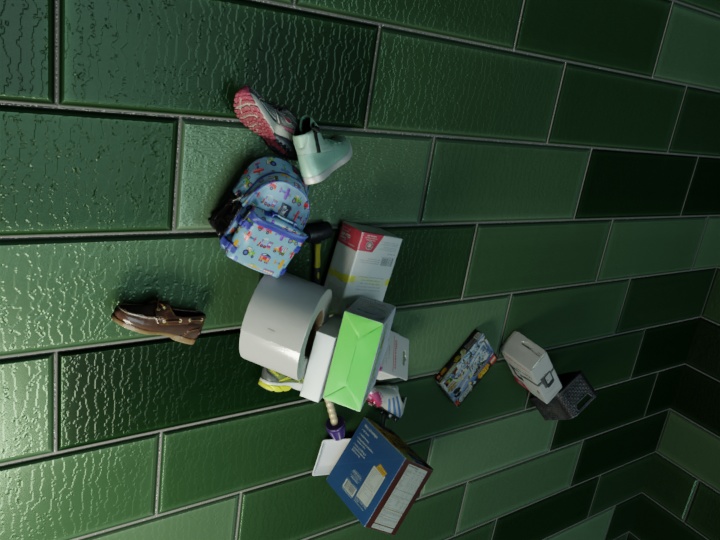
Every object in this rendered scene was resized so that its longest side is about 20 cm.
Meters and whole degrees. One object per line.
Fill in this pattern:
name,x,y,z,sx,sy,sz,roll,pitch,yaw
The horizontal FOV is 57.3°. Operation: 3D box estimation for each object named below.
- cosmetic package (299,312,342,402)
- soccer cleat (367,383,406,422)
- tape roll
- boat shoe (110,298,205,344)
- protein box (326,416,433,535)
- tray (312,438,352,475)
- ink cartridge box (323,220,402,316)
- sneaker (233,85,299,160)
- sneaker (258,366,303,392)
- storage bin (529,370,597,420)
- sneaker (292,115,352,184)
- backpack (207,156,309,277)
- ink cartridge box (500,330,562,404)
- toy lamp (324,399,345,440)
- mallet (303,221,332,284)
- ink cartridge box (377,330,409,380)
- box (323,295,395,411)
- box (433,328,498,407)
cosmetic package,-0.071,0.189,1.502,0.200,0.050,0.155,-41,145,-74
soccer cleat,0.060,0.338,1.799,0.200,0.069,0.088,46,65,-43
tape roll,-0.157,0.114,1.413,0.203,0.135,0.208,19,90,-80
boat shoe,-0.401,0.091,1.323,0.198,0.070,0.071,21,104,-50
protein box,0.049,0.546,1.757,0.134,0.197,0.203,33,89,-41
tray,-0.045,0.506,1.814,0.196,0.022,0.110,9,103,-40
ink cartridge box,0.000,0.000,1.573,0.143,0.082,0.206,6,106,-46
sneaker,-0.179,-0.303,1.316,0.200,0.079,0.077,42,67,-54
sneaker,-0.149,0.239,1.579,0.196,0.074,0.087,0,105,-40
storage bin,0.676,0.420,2.206,0.134,0.200,0.095,-35,86,-20
sneaker,-0.076,-0.272,1.365,0.201,0.072,0.121,-56,138,-55
backpack,-0.182,-0.114,1.332,0.181,0.135,0.202,28,106,-41
ink cartridge box,0.542,0.308,2.095,0.083,0.145,0.201,-43,130,-9
toy lamp,-0.076,0.354,1.701,0.057,0.058,0.205,-26,123,-25
mallet,-0.108,-0.014,1.525,0.064,0.041,0.206,-8,118,-36
ink cartridge box,0.038,0.207,1.681,0.198,0.067,0.119,27,59,-41
box,0.003,0.179,1.474,0.176,0.094,0.206,-42,147,-75
box,0.321,0.295,1.989,0.200,0.040,0.138,-47,129,-11
